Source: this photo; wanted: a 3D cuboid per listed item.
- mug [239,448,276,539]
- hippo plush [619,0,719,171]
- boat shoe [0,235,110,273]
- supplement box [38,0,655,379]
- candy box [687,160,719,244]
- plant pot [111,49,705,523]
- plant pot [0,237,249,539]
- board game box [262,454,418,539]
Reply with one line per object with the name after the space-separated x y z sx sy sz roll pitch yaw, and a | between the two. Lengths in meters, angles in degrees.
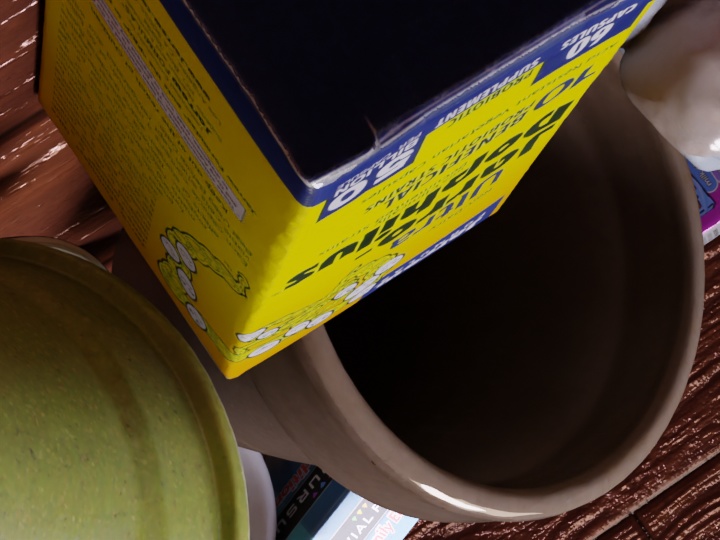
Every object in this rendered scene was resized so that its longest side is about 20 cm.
-0.160 0.137 1.211 0.186 0.150 0.153 15 157 -25 | mug
0.146 -0.115 0.733 0.161 0.200 0.159 -44 -168 11 | hippo plush
-0.168 0.048 0.795 0.200 0.075 0.062 -33 -179 12 | boat shoe
-0.012 -0.061 0.624 0.109 0.110 0.200 -32 172 -16 | supplement box
0.067 -0.036 1.001 0.200 0.137 0.061 -34 171 6 | candy box
0.000 0.000 0.845 0.200 0.201 0.174 -28 -173 -38 | plant pot
-0.159 0.073 0.645 0.200 0.201 0.184 -36 160 11 | plant pot
-0.021 0.096 1.270 0.151 0.047 0.200 -52 -156 1 | board game box
